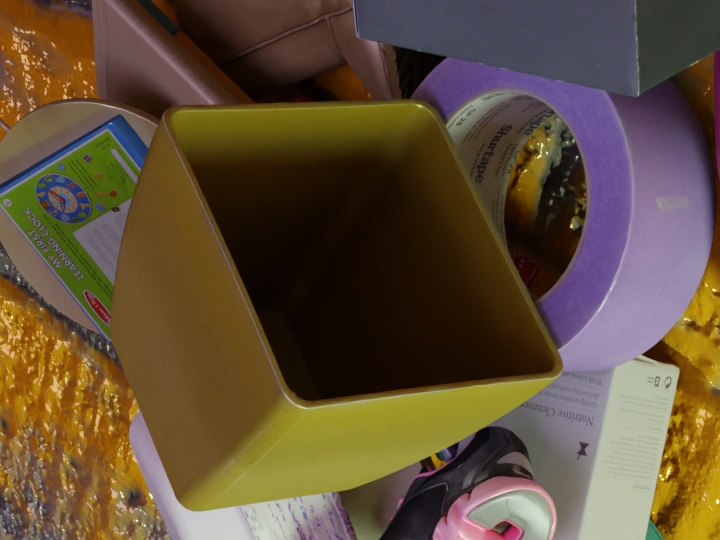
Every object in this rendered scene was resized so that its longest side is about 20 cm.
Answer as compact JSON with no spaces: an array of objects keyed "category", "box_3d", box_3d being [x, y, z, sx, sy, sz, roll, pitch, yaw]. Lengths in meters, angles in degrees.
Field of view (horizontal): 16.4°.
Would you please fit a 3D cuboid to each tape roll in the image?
[{"category":"tape roll","box_3d":[0.110,-0.039,1.507,0.199,0.085,0.202,-3,86,44]}]

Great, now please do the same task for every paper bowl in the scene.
[{"category":"paper bowl","box_3d":[-0.083,0.142,1.664,0.202,0.104,0.201,61,171,17]}]

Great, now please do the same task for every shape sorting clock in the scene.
[{"category":"shape sorting clock","box_3d":[-0.170,-0.033,1.753,0.198,0.039,0.201,10,124,14]}]

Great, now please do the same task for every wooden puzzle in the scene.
[{"category":"wooden puzzle","box_3d":[-0.118,-0.111,1.727,0.185,0.037,0.200,45,163,17]}]

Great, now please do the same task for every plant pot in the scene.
[{"category":"plant pot","box_3d":[-0.037,0.035,1.467,0.177,0.199,0.201,-51,55,42]}]

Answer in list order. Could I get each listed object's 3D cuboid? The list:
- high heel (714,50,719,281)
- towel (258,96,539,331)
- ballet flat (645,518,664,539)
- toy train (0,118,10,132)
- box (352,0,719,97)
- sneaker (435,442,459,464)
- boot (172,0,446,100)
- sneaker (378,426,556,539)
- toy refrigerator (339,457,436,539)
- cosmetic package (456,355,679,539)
[{"category":"high heel","box_3d":[0.231,-0.059,1.465,0.096,0.067,0.201,53,143,44]},{"category":"towel","box_3d":[0.000,0.000,1.606,0.199,0.145,0.022,35,177,-9]},{"category":"ballet flat","box_3d":[0.191,0.239,1.636,0.072,0.072,0.201,-39,80,47]},{"category":"toy train","box_3d":[-0.195,-0.063,1.837,0.201,0.084,0.116,54,136,9]},{"category":"box","box_3d":[0.123,-0.189,1.398,0.199,0.182,0.105,16,121,38]},{"category":"sneaker","box_3d":[0.073,0.060,1.654,0.087,0.074,0.201,-38,82,42]},{"category":"boot","box_3d":[-0.025,-0.138,1.658,0.199,0.066,0.176,-12,98,49]},{"category":"sneaker","box_3d":[0.041,0.172,1.559,0.200,0.079,0.096,-43,35,25]},{"category":"toy refrigerator","box_3d":[-0.012,0.074,1.660,0.070,0.076,0.201,-24,96,2]},{"category":"cosmetic package","box_3d":[0.120,0.145,1.584,0.112,0.081,0.202,9,86,40]}]
